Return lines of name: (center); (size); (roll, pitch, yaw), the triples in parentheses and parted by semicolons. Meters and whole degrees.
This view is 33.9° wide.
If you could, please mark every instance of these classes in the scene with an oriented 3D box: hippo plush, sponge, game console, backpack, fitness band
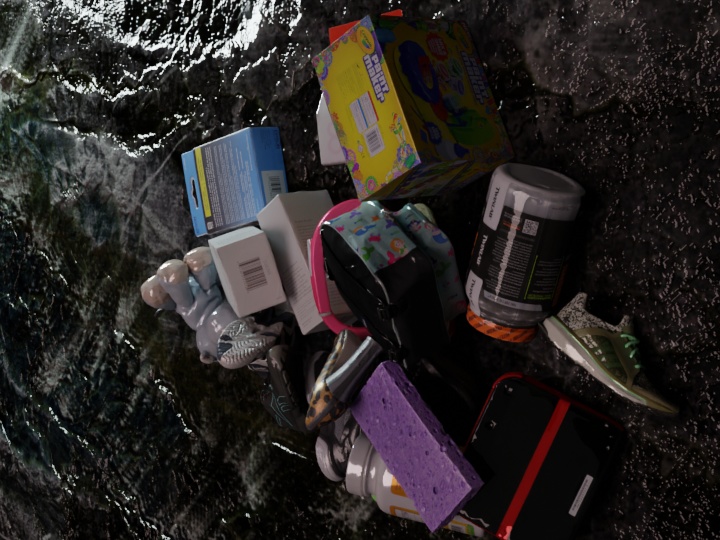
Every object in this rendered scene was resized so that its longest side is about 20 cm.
hippo plush: (-0.267, 0.076, 1.953); (0.200, 0.158, 0.162); (-48, 62, 38)
sponge: (0.067, 0.222, 1.507); (0.201, 0.030, 0.112); (54, 138, 23)
game console: (0.215, 0.248, 1.491); (0.175, 0.031, 0.202); (26, 94, 14)
backpack: (0.037, 0.002, 1.530); (0.200, 0.150, 0.179); (37, 154, 45)
fitness band: (0.000, 0.000, 1.677); (0.037, 0.142, 0.203); (-151, 53, -78)

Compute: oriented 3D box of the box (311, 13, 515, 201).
box: (0.069, -0.210, 1.532); (0.121, 0.191, 0.202); (-29, 76, 43)

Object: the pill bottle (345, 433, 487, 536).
pill bottle: (0.086, 0.282, 1.597); (0.197, 0.111, 0.113); (11, 106, 16)

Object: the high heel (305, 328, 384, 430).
high heel: (-0.038, 0.153, 1.609); (0.071, 0.143, 0.200); (40, 171, -3)

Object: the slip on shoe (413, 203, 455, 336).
slip on shoe: (0.091, 0.005, 1.638); (0.073, 0.061, 0.203); (-20, 69, 24)

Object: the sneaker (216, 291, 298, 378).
sneaker: (-0.158, 0.130, 1.834); (0.079, 0.199, 0.131); (17, 123, 15)

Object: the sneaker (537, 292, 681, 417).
sneaker: (0.311, 0.098, 1.419); (0.199, 0.077, 0.089); (39, 93, 20)

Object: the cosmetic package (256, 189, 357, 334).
cosmetic package: (-0.068, -0.014, 1.772); (0.071, 0.101, 0.202); (-36, 70, 44)

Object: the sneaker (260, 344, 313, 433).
sneaker: (-0.121, 0.186, 1.807); (0.078, 0.076, 0.201); (2, 139, 16)

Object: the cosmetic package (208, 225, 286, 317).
cosmetic package: (-0.175, -0.002, 1.802); (0.200, 0.080, 0.114); (-167, 59, -78)

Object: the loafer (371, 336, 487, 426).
loafer: (0.096, 0.135, 1.638); (0.200, 0.071, 0.073); (45, 126, 22)

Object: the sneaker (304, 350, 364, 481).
sneaker: (-0.015, 0.207, 1.776); (0.113, 0.075, 0.203); (-22, 63, 28)

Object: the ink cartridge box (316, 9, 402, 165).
ink cartridge box: (0.001, -0.259, 1.702); (0.161, 0.057, 0.203); (-2, 99, 47)

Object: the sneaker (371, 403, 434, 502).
sneaker: (0.080, 0.257, 1.694); (0.083, 0.077, 0.202); (26, 117, 17)

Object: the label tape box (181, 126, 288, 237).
label tape box: (-0.204, -0.141, 1.922); (0.199, 0.066, 0.145); (-12, 87, 49)

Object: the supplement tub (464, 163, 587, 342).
supplement tub: (0.200, -0.021, 1.475); (0.122, 0.122, 0.203); (31, 117, 39)
